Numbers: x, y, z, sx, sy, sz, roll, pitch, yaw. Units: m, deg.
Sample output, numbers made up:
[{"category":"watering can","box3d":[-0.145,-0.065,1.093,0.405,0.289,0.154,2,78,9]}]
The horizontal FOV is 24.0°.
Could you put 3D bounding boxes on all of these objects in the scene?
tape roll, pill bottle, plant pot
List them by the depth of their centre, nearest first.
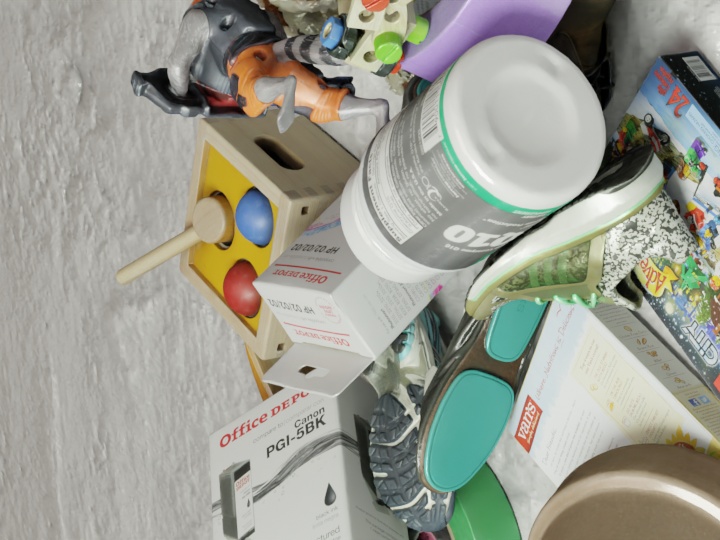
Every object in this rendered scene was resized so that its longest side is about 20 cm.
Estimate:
[{"category":"plant pot","box3d":[0.173,0.237,1.071,0.198,0.174,0.202,15,121,26]},{"category":"pill bottle","box3d":[0.066,-0.065,1.115,0.200,0.112,0.114,-37,68,61]},{"category":"tape roll","box3d":[0.085,-0.222,1.147,0.200,0.065,0.202,-48,30,39]},{"category":"tape roll","box3d":[0.057,0.235,1.412,0.200,0.048,0.203,22,117,53]}]

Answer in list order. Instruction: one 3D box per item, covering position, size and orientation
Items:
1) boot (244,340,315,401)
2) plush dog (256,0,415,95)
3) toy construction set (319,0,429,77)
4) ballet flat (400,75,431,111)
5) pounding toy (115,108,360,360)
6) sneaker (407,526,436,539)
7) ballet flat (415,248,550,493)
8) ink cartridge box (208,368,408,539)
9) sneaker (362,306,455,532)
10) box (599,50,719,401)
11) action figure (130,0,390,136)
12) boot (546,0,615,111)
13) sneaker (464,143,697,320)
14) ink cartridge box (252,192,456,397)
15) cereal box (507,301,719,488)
[{"category":"boot","box3d":[-0.080,0.157,1.550,0.144,0.071,0.202,-37,83,43]},{"category":"plush dog","box3d":[-0.017,-0.230,1.315,0.171,0.199,0.162,-8,58,47]},{"category":"toy construction set","box3d":[0.019,-0.208,1.098,0.131,0.092,0.201,-50,18,38]},{"category":"ballet flat","box3d":[0.102,-0.063,1.233,0.200,0.067,0.064,49,152,15]},{"category":"pounding toy","box3d":[-0.102,-0.031,1.492,0.200,0.141,0.186,42,131,42]},{"category":"sneaker","box3d":[0.024,0.231,1.379,0.082,0.070,0.200,-53,41,9]},{"category":"ballet flat","box3d":[0.089,0.069,1.262,0.202,0.068,0.068,-64,24,-3]},{"category":"ink cartridge box","box3d":[-0.044,0.194,1.354,0.146,0.083,0.201,-33,41,24]},{"category":"sneaker","box3d":[0.054,0.108,1.339,0.077,0.086,0.202,-25,63,34]},{"category":"box","box3d":[0.230,-0.022,1.090,0.201,0.037,0.137,57,141,30]},{"category":"action figure","box3d":[-0.054,-0.154,1.235,0.193,0.199,0.106,36,121,37]},{"category":"boot","box3d":[0.157,-0.155,1.157,0.097,0.075,0.200,55,142,1]},{"category":"sneaker","box3d":[0.145,0.001,1.123,0.089,0.077,0.200,51,139,-2]},{"category":"ink cartridge box","box3d":[0.000,0.000,1.294,0.115,0.200,0.068,6,137,55]},{"category":"cereal box","box3d":[0.190,0.120,1.189,0.200,0.039,0.145,50,137,37]}]
